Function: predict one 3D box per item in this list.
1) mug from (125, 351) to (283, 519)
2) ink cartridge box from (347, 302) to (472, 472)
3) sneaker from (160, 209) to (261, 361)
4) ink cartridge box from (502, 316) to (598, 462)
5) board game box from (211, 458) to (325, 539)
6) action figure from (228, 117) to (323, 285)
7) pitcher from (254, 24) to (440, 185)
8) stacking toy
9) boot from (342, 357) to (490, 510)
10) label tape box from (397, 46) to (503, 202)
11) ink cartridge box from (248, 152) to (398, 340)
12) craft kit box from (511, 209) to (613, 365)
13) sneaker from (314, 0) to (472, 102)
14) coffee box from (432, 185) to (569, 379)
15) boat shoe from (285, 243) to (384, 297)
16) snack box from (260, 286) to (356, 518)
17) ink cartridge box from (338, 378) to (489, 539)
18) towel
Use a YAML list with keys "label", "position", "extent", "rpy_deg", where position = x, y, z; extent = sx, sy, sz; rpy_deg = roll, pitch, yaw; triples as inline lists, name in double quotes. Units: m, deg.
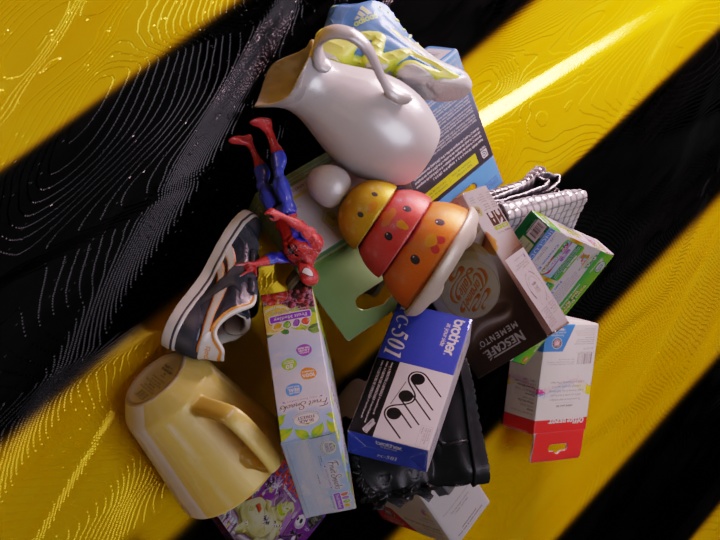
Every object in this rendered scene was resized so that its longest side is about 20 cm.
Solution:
- label: "mug"
  position: [-0.171, 0.167, 1.579]
  extent: [0.153, 0.186, 0.150]
  rpy_deg: [52, 31, -25]
- label: "ink cartridge box"
  position: [0.059, 0.129, 1.608]
  extent: [0.044, 0.094, 0.200]
  rpy_deg: [91, 16, -47]
- label: "sneaker"
  position: [-0.146, 0.022, 1.595]
  extent: [0.079, 0.079, 0.200]
  rpy_deg: [101, 15, -57]
- label: "ink cartridge box"
  position: [0.272, 0.169, 2.027]
  extent: [0.116, 0.067, 0.201]
  rpy_deg: [2, 98, -41]
- label: "board game box"
  position: [-0.117, 0.288, 1.711]
  extent: [0.120, 0.032, 0.200]
  rpy_deg: [-53, 141, -24]
- label: "action figure"
  position: [-0.108, -0.070, 1.581]
  extent: [0.099, 0.065, 0.201]
  rpy_deg: [-12, 72, -48]
- label: "pitcher"
  position: [0.003, -0.192, 1.614]
  extent: [0.200, 0.171, 0.122]
  rpy_deg: [31, 56, -19]
- label: "stacking toy"
  position: [0.022, -0.053, 1.618]
  extent: [0.200, 0.146, 0.146]
  rpy_deg: [32, 75, -2]
- label: "boot"
  position: [0.058, 0.182, 1.663]
  extent: [0.162, 0.073, 0.199]
  rpy_deg: [-8, 69, -8]
- label: "label tape box"
  position: [0.089, -0.163, 1.800]
  extent: [0.144, 0.063, 0.200]
  rpy_deg: [-39, 123, -28]
- label: "ink cartridge box"
  position: [-0.018, -0.036, 1.670]
  extent: [0.145, 0.048, 0.200]
  rpy_deg: [-32, 78, -31]
- label: "craft kit box"
  position: [0.221, 0.027, 1.852]
  extent: [0.200, 0.049, 0.197]
  rpy_deg: [-52, 145, 13]
- label: "sneaker"
  position: [0.043, -0.272, 1.688]
  extent: [0.199, 0.076, 0.105]
  rpy_deg: [13, 72, -10]
- label: "coffee box"
  position: [0.149, 0.013, 1.721]
  extent: [0.200, 0.114, 0.080]
  rpy_deg: [58, 28, 5]
- label: "boat shoe"
  position: [0.002, -0.003, 1.735]
  extent: [0.202, 0.075, 0.075]
  rpy_deg: [-26, 73, -34]
- label: "snack box"
  position: [-0.059, 0.148, 1.578]
  extent: [0.067, 0.200, 0.169]
  rpy_deg: [-10, 142, 1]
- label: "ink cartridge box"
  position: [0.055, 0.247, 1.801]
  extent: [0.086, 0.147, 0.200]
  rpy_deg: [-49, 125, -23]
- label: "towel"
  position: [0.191, -0.036, 1.865]
  extent: [0.165, 0.086, 0.200]
  rpy_deg: [-17, 139, -37]
